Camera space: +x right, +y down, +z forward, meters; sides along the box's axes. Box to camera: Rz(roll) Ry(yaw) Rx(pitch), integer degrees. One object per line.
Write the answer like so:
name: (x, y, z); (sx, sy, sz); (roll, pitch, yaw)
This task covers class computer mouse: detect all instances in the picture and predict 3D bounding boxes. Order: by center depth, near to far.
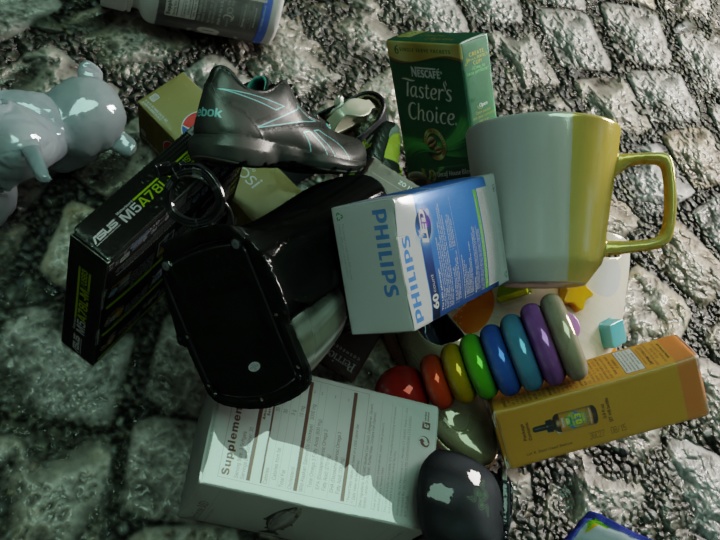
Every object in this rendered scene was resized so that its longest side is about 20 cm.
computer mouse: (0.106, 0.217, 0.800); (0.052, 0.200, 0.139); (-6, 59, 24)

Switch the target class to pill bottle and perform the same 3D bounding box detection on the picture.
pill bottle: (-0.193, -0.335, 1.048); (0.199, 0.114, 0.114); (6, 59, -18)

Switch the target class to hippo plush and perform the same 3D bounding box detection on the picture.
hippo plush: (-0.311, -0.151, 0.858); (0.161, 0.200, 0.160); (-37, 100, -42)

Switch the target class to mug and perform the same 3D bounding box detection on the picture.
mug: (0.191, -0.062, 0.873); (0.149, 0.186, 0.154); (8, 81, -50)

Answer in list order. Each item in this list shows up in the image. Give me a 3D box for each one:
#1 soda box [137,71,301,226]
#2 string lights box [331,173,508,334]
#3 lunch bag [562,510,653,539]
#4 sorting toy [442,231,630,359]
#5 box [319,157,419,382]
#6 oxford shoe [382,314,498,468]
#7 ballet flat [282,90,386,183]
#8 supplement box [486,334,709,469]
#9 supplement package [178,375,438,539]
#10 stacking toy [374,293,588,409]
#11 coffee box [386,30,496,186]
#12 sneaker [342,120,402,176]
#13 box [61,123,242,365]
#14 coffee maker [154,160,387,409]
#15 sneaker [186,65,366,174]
soda box: (-0.145, -0.108, 0.952); (0.200, 0.068, 0.064); (45, 65, 11)
string lights box: (0.058, -0.019, 0.766); (0.200, 0.059, 0.103); (-19, 102, -58)
lunch bag: (0.239, 0.340, 0.823); (0.200, 0.128, 0.170); (40, 56, 21)
sorting toy: (0.213, 0.026, 0.972); (0.199, 0.107, 0.181); (24, 75, -7)
box: (0.000, 0.000, 0.899); (0.100, 0.075, 0.201); (30, 86, 0)
oxford shoe: (0.085, 0.107, 0.921); (0.071, 0.074, 0.201); (-20, 71, -32)
ballet flat: (-0.045, -0.156, 1.029); (0.199, 0.073, 0.073); (-29, 75, -32)
supplement box: (0.224, 0.126, 0.875); (0.199, 0.069, 0.067); (-17, 107, 2)
supplement package: (-0.046, 0.169, 0.806); (0.199, 0.117, 0.118); (15, 59, -12)
stacking toy: (0.109, 0.095, 0.862); (0.199, 0.085, 0.086); (-22, 66, 9)
coffee box: (0.094, -0.157, 0.991); (0.044, 0.201, 0.123); (-26, 29, -30)
sneaker: (0.019, -0.071, 1.007); (0.076, 0.075, 0.201); (21, 68, -19)
box: (-0.185, -0.032, 0.825); (0.047, 0.193, 0.200); (38, 56, 2)
coffee maker: (-0.053, -0.013, 0.745); (0.134, 0.193, 0.200); (10, 24, 25)
sneaker: (-0.060, -0.124, 0.783); (0.200, 0.075, 0.080); (-1, 94, -53)
